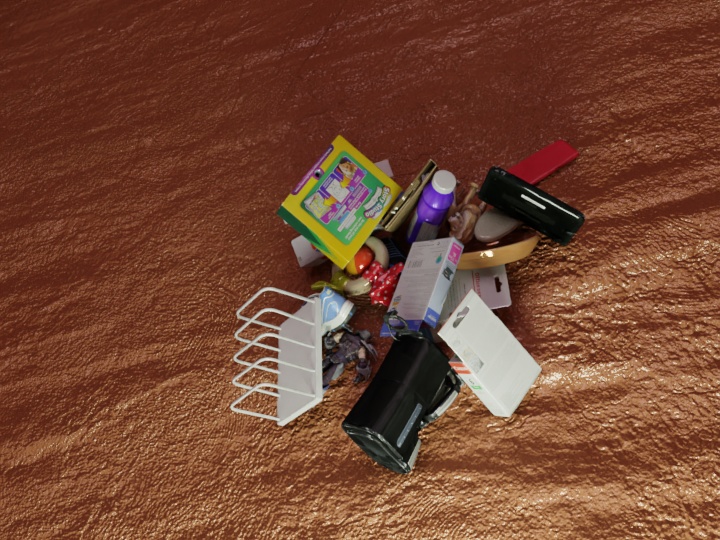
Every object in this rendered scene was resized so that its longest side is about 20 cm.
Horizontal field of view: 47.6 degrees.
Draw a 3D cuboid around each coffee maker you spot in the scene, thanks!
[{"bbox_3d":[0.057,0.215,1.406,0.191,0.135,0.201,39,64,-5],"label":"coffee maker"}]

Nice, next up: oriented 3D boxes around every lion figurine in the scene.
[{"bbox_3d":[0.212,-0.119,1.693,0.071,0.200,0.124,25,94,-5],"label":"lion figurine"}]

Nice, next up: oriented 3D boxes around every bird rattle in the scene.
[{"bbox_3d":[0.000,0.000,1.622,0.197,0.112,0.166,-21,50,33],"label":"bird rattle"}]

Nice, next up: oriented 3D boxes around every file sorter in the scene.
[{"bbox_3d":[-0.155,0.152,1.482,0.138,0.123,0.204,-37,44,43],"label":"file sorter"}]

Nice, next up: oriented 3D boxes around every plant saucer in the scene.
[{"bbox_3d":[0.250,-0.037,1.581,0.196,0.038,0.200,-13,8,2],"label":"plant saucer"}]

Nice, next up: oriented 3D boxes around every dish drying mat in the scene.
[{"bbox_3d":[0.372,-0.216,1.763,0.198,0.018,0.077,-32,45,-4],"label":"dish drying mat"}]

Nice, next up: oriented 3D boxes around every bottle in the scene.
[{"bbox_3d":[0.145,-0.124,1.652,0.064,0.201,0.085,22,56,2],"label":"bottle"}]

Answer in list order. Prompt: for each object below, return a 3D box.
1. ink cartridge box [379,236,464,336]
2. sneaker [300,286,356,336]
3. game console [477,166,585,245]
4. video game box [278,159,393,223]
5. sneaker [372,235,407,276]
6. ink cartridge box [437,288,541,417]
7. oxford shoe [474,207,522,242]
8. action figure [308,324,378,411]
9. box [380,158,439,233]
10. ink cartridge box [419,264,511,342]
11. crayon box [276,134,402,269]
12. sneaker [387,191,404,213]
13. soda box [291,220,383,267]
[{"bbox_3d":[0.112,0.038,1.509,0.118,0.042,0.203,-6,55,54],"label":"ink cartridge box"},{"bbox_3d":[-0.087,0.086,1.605,0.199,0.077,0.076,-33,18,46],"label":"sneaker"},{"bbox_3d":[0.339,-0.150,1.573,0.197,0.176,0.118,29,70,7],"label":"game console"},{"bbox_3d":[-0.053,-0.171,1.770,0.198,0.048,0.181,-24,-1,-36],"label":"video game box"},{"bbox_3d":[0.070,-0.024,1.686,0.198,0.070,0.079,22,68,37],"label":"sneaker"},{"bbox_3d":[0.212,0.141,1.398,0.109,0.200,0.050,-48,14,-22],"label":"ink cartridge box"},{"bbox_3d":[0.288,-0.098,1.632,0.074,0.059,0.200,21,38,24],"label":"oxford shoe"},{"bbox_3d":[-0.048,0.179,1.565,0.199,0.070,0.129,-39,40,-18],"label":"action figure"},{"bbox_3d":[0.107,-0.149,1.677,0.021,0.200,0.165,38,96,6],"label":"box"},{"bbox_3d":[0.190,0.063,1.560,0.196,0.068,0.118,-13,47,13],"label":"ink cartridge box"},{"bbox_3d":[-0.039,-0.136,1.611,0.172,0.058,0.201,40,67,-4],"label":"crayon box"},{"bbox_3d":[0.013,-0.114,1.798,0.197,0.075,0.090,-23,52,16],"label":"sneaker"},{"bbox_3d":[-0.048,-0.076,1.725,0.198,0.068,0.065,-28,80,28],"label":"soda box"}]
